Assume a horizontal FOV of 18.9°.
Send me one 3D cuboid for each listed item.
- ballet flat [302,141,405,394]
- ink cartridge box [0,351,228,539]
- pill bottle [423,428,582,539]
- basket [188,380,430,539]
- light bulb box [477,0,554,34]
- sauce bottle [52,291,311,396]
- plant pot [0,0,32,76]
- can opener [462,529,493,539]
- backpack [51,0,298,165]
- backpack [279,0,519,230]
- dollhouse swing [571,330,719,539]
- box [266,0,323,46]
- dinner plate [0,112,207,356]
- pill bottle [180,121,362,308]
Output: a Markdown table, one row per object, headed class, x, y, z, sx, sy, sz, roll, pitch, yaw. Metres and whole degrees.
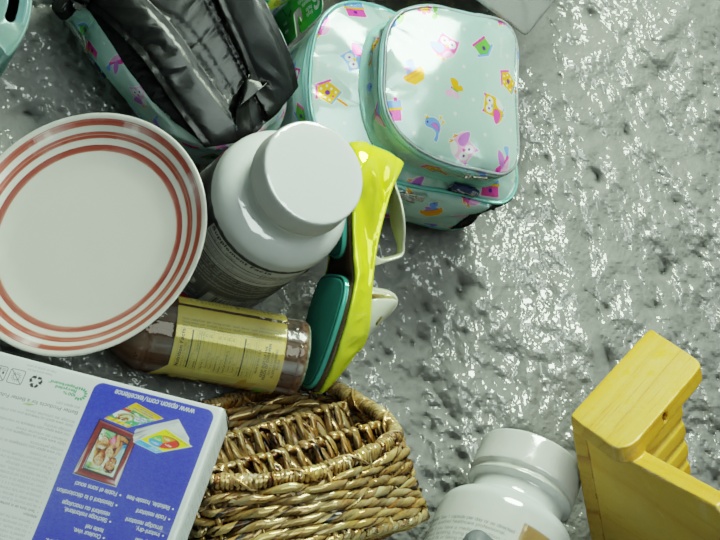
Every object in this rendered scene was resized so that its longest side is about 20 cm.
| class | x | y | z | sx | sy | sz | roll | pitch | yaw |
| --- | --- | --- | --- | --- | --- | --- | --- | --- | --- |
| ballet flat | 0.000 | 0.000 | 1.697 | 0.067 | 0.067 | 0.201 | 6 | 92 | -24 |
| ink cartridge box | -0.217 | 0.167 | 1.534 | 0.197 | 0.047 | 0.201 | 14 | 63 | 12 |
| pill bottle | 0.104 | 0.233 | 1.719 | 0.114 | 0.114 | 0.200 | 33 | 61 | -15 |
| basket | -0.063 | 0.150 | 1.641 | 0.199 | 0.143 | 0.150 | -11 | 80 | -31 |
| light bulb box | 0.096 | -0.328 | 1.840 | 0.198 | 0.125 | 0.200 | 36 | 17 | -13 |
| sauce bottle | -0.140 | 0.051 | 1.672 | 0.199 | 0.065 | 0.065 | 12 | 68 | -12 |
| plant pot | -0.338 | -0.173 | 1.569 | 0.199 | 0.196 | 0.201 | 9 | 69 | -25 |
| can opener | 0.139 | 0.258 | 1.646 | 0.200 | 0.053 | 0.067 | 42 | 26 | -21 |
| backpack | -0.134 | -0.183 | 1.719 | 0.167 | 0.127 | 0.200 | -34 | 86 | -8 |
| backpack | 0.032 | -0.133 | 1.784 | 0.199 | 0.153 | 0.177 | 6 | 73 | -18 |
| dollhouse swing | 0.278 | 0.187 | 1.735 | 0.182 | 0.175 | 0.201 | -42 | 131 | -38 |
| box | -0.103 | -0.277 | 1.776 | 0.048 | 0.117 | 0.200 | -30 | 89 | -23 |
| dinner plate | -0.209 | -0.026 | 1.634 | 0.199 | 0.024 | 0.201 | -6 | 67 | 13 |
| pill bottle | -0.078 | -0.041 | 1.662 | 0.110 | 0.200 | 0.111 | 10 | 68 | -26 |
